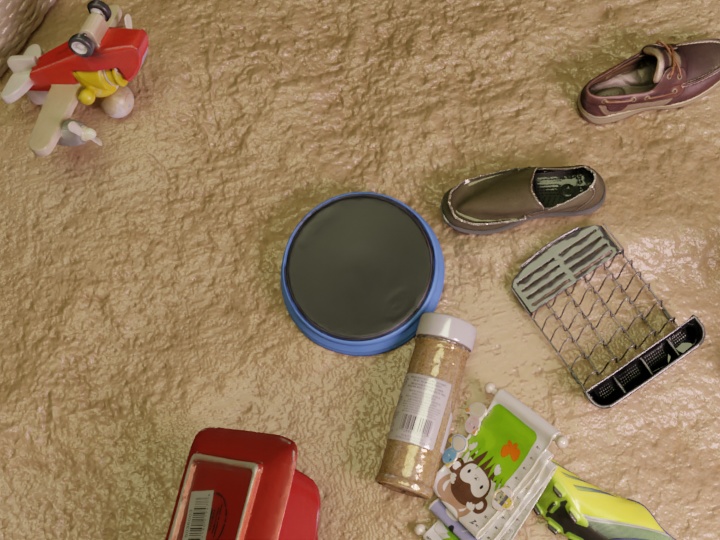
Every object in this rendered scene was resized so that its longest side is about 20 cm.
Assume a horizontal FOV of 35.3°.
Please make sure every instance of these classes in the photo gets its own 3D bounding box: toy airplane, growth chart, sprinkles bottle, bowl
[{"bbox_3d":[-0.351,-0.241,1.426,0.200,0.141,0.199,-46,35,1],"label":"toy airplane"},{"bbox_3d":[0.139,0.233,1.241,0.144,0.018,0.201,24,83,40],"label":"growth chart"},{"bbox_3d":[0.074,0.151,1.275,0.068,0.068,0.202,14,75,11],"label":"sprinkles bottle"},{"bbox_3d":[0.000,0.000,1.346,0.198,0.039,0.203,-2,72,7],"label":"bowl"}]

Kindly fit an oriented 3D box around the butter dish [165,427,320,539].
[{"bbox_3d":[-0.109,0.284,1.223,0.198,0.147,0.202,-3,69,49],"label":"butter dish"}]

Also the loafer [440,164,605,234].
[{"bbox_3d":[0.192,-0.095,1.336,0.198,0.070,0.076,-11,72,3],"label":"loafer"}]

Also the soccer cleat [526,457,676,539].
[{"bbox_3d":[0.262,0.265,1.231,0.200,0.065,0.083,38,49,21],"label":"soccer cleat"}]

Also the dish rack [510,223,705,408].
[{"bbox_3d":[0.274,0.045,1.292,0.153,0.055,0.201,-33,72,-5],"label":"dish rack"}]

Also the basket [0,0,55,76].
[{"bbox_3d":[-0.504,-0.383,1.446,0.160,0.198,0.201,30,78,10],"label":"basket"}]

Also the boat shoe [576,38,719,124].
[{"bbox_3d":[0.358,-0.237,1.359,0.198,0.072,0.073,-16,72,2],"label":"boat shoe"}]
